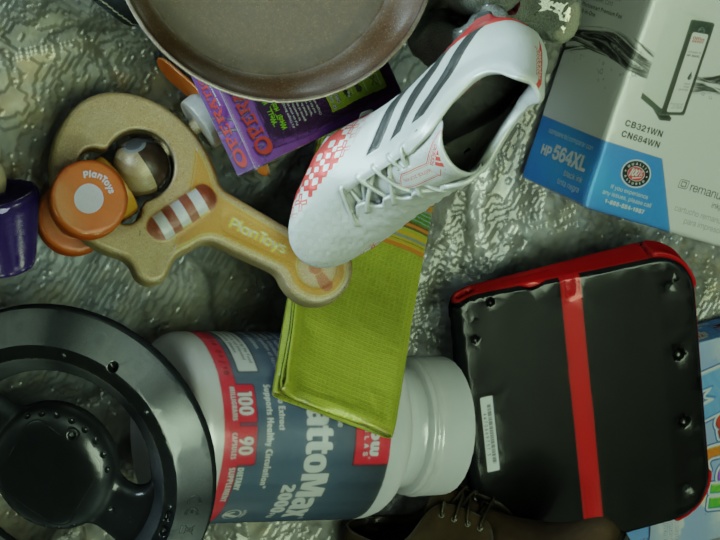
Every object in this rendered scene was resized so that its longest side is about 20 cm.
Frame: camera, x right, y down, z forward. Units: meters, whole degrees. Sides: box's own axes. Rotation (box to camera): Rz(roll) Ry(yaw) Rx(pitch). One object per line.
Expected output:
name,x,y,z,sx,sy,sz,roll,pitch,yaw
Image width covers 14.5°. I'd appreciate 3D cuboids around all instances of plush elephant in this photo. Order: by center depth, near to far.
plush elephant,0.077,-0.199,1.728,0.199,0.155,0.166,-10,109,-25

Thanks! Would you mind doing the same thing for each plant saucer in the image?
plant saucer,-0.052,-0.196,1.647,0.199,0.032,0.202,1,87,-16

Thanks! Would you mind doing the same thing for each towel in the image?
towel,0.000,0.000,1.760,0.086,0.018,0.201,20,61,-18

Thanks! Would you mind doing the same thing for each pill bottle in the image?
pill bottle,-0.034,0.098,1.782,0.199,0.119,0.120,0,105,-28

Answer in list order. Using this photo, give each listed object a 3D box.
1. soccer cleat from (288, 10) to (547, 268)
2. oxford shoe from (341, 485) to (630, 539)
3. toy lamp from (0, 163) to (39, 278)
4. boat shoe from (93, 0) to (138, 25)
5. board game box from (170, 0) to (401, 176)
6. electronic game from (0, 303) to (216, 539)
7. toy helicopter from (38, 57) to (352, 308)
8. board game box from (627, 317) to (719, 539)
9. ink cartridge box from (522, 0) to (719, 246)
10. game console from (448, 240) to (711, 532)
soccer cleat,0.032,-0.067,1.644,0.200,0.085,0.069,-42,117,17
oxford shoe,0.077,0.178,1.840,0.199,0.073,0.085,-9,106,19
toy lamp,-0.227,-0.094,1.662,0.058,0.058,0.201,-16,110,-22
boat shoe,-0.183,-0.207,1.647,0.060,0.076,0.200,-28,130,15
board game box,-0.064,-0.170,1.686,0.120,0.032,0.201,-27,94,-36
electronic game,-0.183,0.116,1.701,0.198,0.042,0.201,4,108,12
toy helicopter,-0.092,-0.045,1.709,0.199,0.079,0.133,27,76,-8
board game box,0.194,0.124,1.955,0.199,0.037,0.152,-14,110,-24
ink cartridge box,0.213,-0.130,1.862,0.145,0.084,0.201,14,99,-30
game console,0.148,0.089,1.888,0.176,0.031,0.201,-12,109,-15
